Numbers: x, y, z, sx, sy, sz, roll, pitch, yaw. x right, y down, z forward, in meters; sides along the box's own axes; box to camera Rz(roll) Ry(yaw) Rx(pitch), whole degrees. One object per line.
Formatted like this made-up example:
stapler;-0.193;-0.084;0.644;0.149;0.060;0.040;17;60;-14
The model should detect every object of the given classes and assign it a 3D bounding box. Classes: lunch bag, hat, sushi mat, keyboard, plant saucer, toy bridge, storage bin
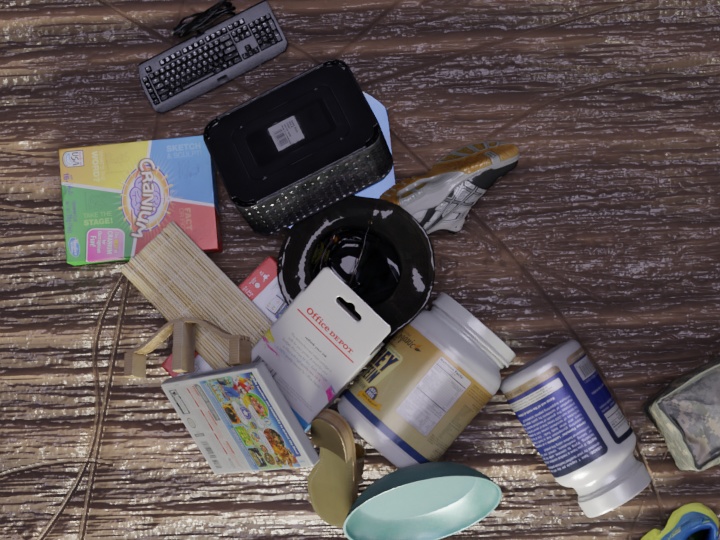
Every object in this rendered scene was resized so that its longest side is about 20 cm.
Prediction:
lunch bag;0.461;0.157;1.563;0.200;0.164;0.118;-31;80;1
hat;0.000;0.000;1.615;0.200;0.081;0.201;-1;84;12
sushi mat;-0.206;0.038;1.625;0.096;0.012;0.200;-45;82;-2
keyboard;-0.204;-0.295;1.682;0.200;0.040;0.104;-28;86;-1
plant saucer;0.073;0.283;1.571;0.200;0.200;0.036;-14;57;1
toy bridge;-0.220;0.094;1.591;0.200;0.027;0.067;-8;75;34
storage bin;-0.076;-0.151;1.575;0.200;0.094;0.135;-27;66;0

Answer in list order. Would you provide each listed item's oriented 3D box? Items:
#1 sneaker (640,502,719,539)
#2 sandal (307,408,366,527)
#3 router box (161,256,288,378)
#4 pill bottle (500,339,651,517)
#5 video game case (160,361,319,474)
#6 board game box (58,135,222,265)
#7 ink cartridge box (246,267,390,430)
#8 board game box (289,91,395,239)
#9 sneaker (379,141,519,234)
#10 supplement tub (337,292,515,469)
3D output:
sneaker;0.370;0.370;1.582;0.076;0.105;0.200;39;88;4
sandal;-0.017;0.235;1.589;0.078;0.212;0.070;28;51;25
router box;-0.122;0.114;1.646;0.179;0.049;0.200;44;89;4
pill bottle;0.271;0.197;1.592;0.116;0.116;0.200;-31;85;0
video game case;-0.151;0.185;1.570;0.018;0.200;0.143;-41;108;-40
board game box;-0.287;-0.092;1.671;0.200;0.040;0.153;-6;86;2
ink cartridge box;-0.055;0.098;1.555;0.115;0.068;0.200;44;108;7
board game box;-0.037;-0.141;1.667;0.158;0.039;0.200;-7;93;0
sneaker;0.120;-0.096;1.649;0.200;0.076;0.088;-27;115;-8
supplement tub;0.084;0.141;1.589;0.144;0.144;0.200;41;88;4
